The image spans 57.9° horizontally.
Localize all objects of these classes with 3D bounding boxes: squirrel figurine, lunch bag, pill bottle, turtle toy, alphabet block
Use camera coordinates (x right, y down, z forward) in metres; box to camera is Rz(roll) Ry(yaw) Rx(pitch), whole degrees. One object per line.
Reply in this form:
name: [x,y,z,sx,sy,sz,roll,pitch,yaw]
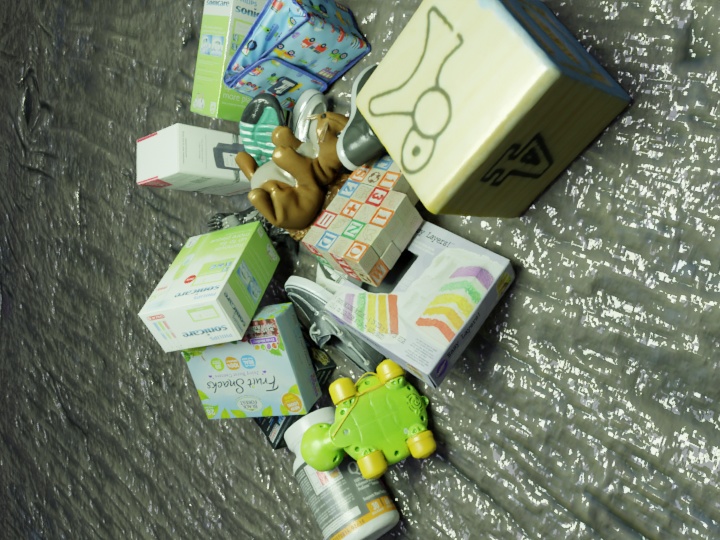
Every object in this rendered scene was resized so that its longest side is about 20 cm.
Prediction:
squirrel figurine: [-0.061,-0.142,0.997,0.186,0.200,0.142,-37,33,7]
lunch bag: [-0.111,-0.332,1.018,0.200,0.150,0.095,-38,66,31]
pill bottle: [-0.034,0.322,1.005,0.117,0.116,0.201,-49,60,33]
turtle toy: [0.008,0.225,0.936,0.101,0.199,0.147,99,150,-68]
alphabet block: [0.148,-0.198,0.755,0.200,0.195,0.196,-48,59,34]

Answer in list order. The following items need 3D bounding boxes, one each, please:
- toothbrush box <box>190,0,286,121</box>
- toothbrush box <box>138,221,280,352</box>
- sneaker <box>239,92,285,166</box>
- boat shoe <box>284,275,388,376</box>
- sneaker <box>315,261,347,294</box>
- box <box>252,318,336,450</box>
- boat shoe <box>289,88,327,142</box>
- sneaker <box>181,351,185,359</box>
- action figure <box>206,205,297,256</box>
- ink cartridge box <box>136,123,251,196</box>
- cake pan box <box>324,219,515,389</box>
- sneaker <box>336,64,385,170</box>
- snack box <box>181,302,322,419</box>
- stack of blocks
toothbrush box: [-0.193,-0.354,1.103,0.086,0.145,0.202,21,105,41]
toothbrush box: [-0.232,0.023,1.031,0.144,0.201,0.086,-11,126,22]
sneaker: [-0.152,-0.226,1.071,0.201,0.074,0.088,103,-179,-55]
boat shoe: [-0.046,0.087,0.992,0.199,0.068,0.072,37,158,8]
sneaker: [0.000,0.000,0.989,0.199,0.075,0.089,4,94,43]
box: [-0.141,0.189,1.152,0.159,0.046,0.201,46,121,33]
boat shoe: [-0.081,-0.190,1.065,0.065,0.072,0.202,30,113,34]
sneaker: [-0.287,0.118,1.256,0.080,0.077,0.201,33,117,5]
action figure: [-0.186,-0.063,1.142,0.199,0.102,0.119,0,126,47]
ink cartridge box: [-0.275,-0.192,1.163,0.144,0.199,0.085,-4,86,44]
cake pan box: [0.075,0.028,0.867,0.199,0.052,0.184,31,74,37]
sneaker: [0.036,-0.231,0.912,0.099,0.071,0.201,-19,43,38]
snack box: [-0.181,0.150,1.056,0.198,0.068,0.170,-7,108,26]
stack of blocks: [0.026,-0.087,0.898,0.115,0.059,0.201,20,69,42]
